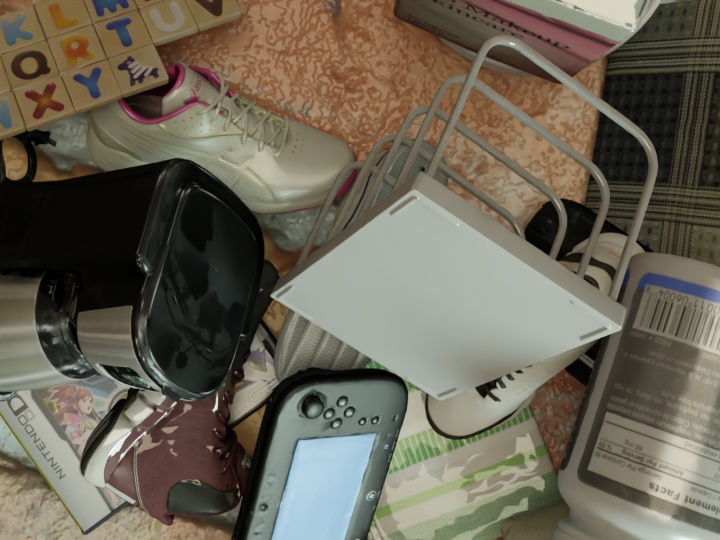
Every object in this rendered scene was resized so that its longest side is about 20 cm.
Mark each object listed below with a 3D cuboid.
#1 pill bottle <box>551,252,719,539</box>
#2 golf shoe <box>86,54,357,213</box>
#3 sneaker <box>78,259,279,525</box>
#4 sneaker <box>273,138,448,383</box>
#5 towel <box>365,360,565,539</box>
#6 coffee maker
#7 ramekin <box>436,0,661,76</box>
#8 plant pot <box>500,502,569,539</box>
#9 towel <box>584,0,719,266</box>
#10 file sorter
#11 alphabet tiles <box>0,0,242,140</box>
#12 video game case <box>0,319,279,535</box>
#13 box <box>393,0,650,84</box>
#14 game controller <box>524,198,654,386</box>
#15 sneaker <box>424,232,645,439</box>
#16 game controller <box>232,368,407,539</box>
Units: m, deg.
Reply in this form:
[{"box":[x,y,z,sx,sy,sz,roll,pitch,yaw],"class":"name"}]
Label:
[{"box":[0.184,0.101,0.703,0.112,0.114,0.203,19,87,-2],"class":"pill bottle"},{"box":[-0.097,-0.096,0.829,0.197,0.092,0.076,9,55,-2],"class":"golf shoe"},{"box":[-0.098,0.096,0.836,0.115,0.076,0.200,40,97,-11],"class":"sneaker"},{"box":[0.000,0.000,0.849,0.073,0.071,0.202,33,84,-14],"class":"sneaker"},{"box":[0.051,0.112,0.880,0.151,0.023,0.203,-21,92,-1],"class":"towel"},{"box":[-0.174,-0.014,0.756,0.197,0.134,0.195,-4,86,28],"class":"coffee maker"},{"box":[0.116,-0.233,0.827,0.197,0.105,0.204,0,92,-1],"class":"ramekin"},{"box":[0.196,0.226,0.815,0.181,0.200,0.204,-12,92,10],"class":"plant pot"},{"box":[0.245,-0.089,0.810,0.034,0.199,0.196,9,91,-40],"class":"towel"},{"box":[0.061,-0.025,0.716,0.138,0.200,0.126,32,62,-14],"class":"file sorter"},{"box":[-0.190,-0.181,0.818,0.198,0.008,0.168,-21,62,-12],"class":"alphabet tiles"},{"box":[-0.175,0.063,0.873,0.199,0.026,0.182,-35,92,1],"class":"video game case"},{"box":[0.097,-0.191,0.676,0.126,0.200,0.110,22,91,-1],"class":"box"},{"box":[0.182,0.036,0.822,0.199,0.042,0.105,39,119,33],"class":"game controller"},{"box":[0.105,0.049,0.798,0.074,0.080,0.200,50,121,12],"class":"sneaker"},{"box":[-0.032,0.155,0.821,0.103,0.042,0.202,4,118,-23],"class":"game controller"}]
